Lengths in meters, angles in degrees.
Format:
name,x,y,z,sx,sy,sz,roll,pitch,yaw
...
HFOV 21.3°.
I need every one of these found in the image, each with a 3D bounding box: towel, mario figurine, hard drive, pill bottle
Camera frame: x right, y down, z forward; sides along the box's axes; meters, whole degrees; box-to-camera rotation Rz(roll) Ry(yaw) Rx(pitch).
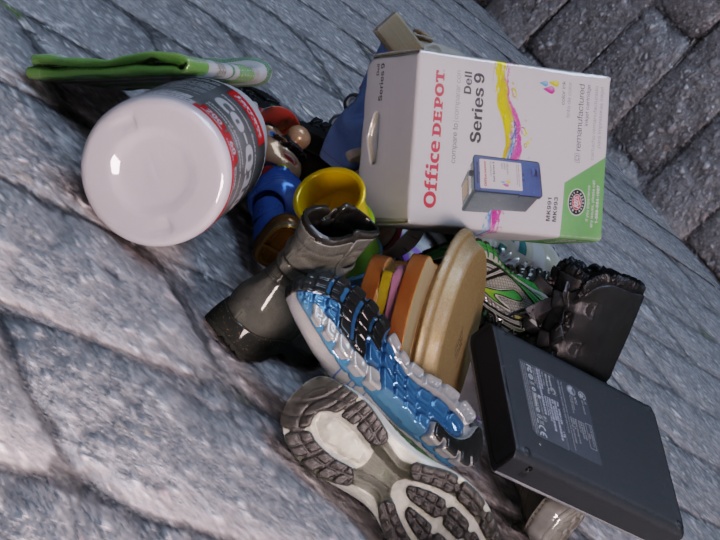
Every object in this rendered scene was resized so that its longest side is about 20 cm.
name,x,y,z,sx,sy,sz,roll,pitch,yaw
towel,-0.173,-0.172,1.606,0.200,0.149,0.031,-9,98,-74
mario figurine,-0.064,-0.080,1.664,0.106,0.124,0.200,-7,42,-13
hard drive,0.179,0.137,1.572,0.200,0.033,0.140,27,37,-32
pill bottle,-0.137,-0.091,1.490,0.114,0.114,0.200,44,14,-2

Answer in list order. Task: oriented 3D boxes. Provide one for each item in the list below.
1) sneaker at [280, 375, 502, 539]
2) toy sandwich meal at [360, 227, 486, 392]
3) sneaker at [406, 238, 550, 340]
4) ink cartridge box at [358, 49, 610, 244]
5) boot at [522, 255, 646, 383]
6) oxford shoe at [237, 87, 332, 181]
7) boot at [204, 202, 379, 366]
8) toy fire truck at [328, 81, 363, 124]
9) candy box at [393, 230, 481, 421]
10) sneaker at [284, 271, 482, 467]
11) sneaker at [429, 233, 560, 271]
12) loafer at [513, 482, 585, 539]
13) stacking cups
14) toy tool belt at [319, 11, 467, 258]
name,x,y,z,sx,sy,sz,roll,pitch,yaw
sneaker,0.026,0.149,1.371,0.200,0.077,0.089,47,2,-5
toy sandwich meal,0.045,0.052,1.543,0.070,0.205,0.205,14,9,13
sneaker,0.109,0.030,1.673,0.200,0.078,0.085,18,52,-39
ink cartridge box,0.105,-0.102,1.614,0.200,0.145,0.087,5,-2,-29
boot,0.211,0.080,1.698,0.198,0.163,0.073,14,7,-44
oxford shoe,-0.100,-0.122,1.793,0.200,0.084,0.073,31,22,27
boot,-0.029,0.008,1.477,0.068,0.131,0.200,47,14,13
toy fire truck,0.030,-0.105,1.787,0.141,0.200,0.049,42,10,37
candy box,0.065,0.027,1.811,0.168,0.072,0.200,39,16,-20
sneaker,-0.001,0.087,1.414,0.200,0.087,0.075,49,35,-22
sneaker,0.115,-0.023,1.840,0.200,0.070,0.093,43,31,-14
loafer,0.159,0.191,1.627,0.070,0.070,0.200,39,7,7
stacking cups,0.000,0.000,1.585,0.061,0.060,0.200,57,-7,40
toy tool belt,0.017,-0.121,1.686,0.123,0.200,0.125,23,9,-40
